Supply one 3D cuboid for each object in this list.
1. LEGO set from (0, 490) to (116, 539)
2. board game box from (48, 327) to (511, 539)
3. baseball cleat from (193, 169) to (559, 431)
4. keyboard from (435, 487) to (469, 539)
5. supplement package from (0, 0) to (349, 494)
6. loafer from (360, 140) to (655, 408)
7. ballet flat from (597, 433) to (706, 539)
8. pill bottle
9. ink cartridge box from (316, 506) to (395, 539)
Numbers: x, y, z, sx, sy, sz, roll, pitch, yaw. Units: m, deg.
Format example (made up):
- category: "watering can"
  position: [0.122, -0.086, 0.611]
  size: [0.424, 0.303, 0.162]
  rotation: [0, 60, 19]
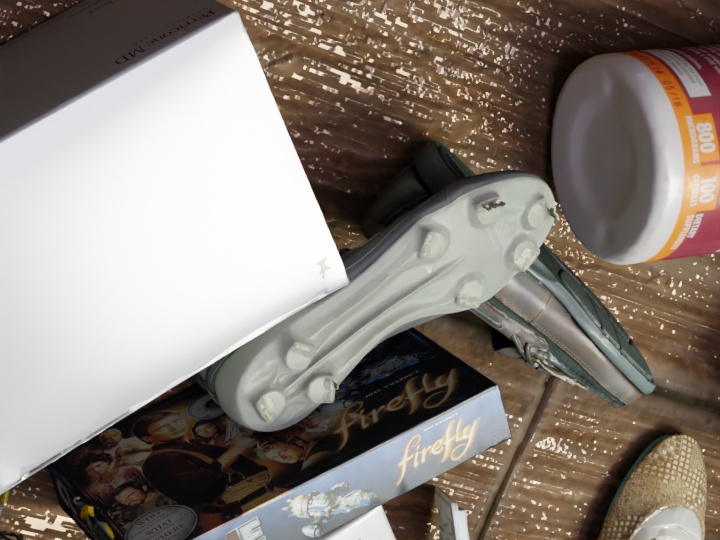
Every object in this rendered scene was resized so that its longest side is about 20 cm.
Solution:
- category: "LEGO set"
  position: [-0.157, 0.182, 1.114]
  size: [0.116, 0.200, 0.154]
  rotation: [17, 84, -46]
- category: "board game box"
  position: [-0.044, 0.090, 1.166]
  size: [0.200, 0.135, 0.035]
  rotation: [-26, 118, -19]
- category: "baseball cleat"
  position: [0.000, 0.000, 1.172]
  size: [0.200, 0.106, 0.070]
  rotation: [-32, 124, -15]
- category: "keyboard"
  position: [0.060, 0.223, 1.285]
  size: [0.011, 0.056, 0.200]
  rotation: [-8, 94, -13]
- category: "supplement package"
  position: [-0.135, -0.023, 1.089]
  size: [0.200, 0.111, 0.156]
  rotation: [-31, 120, -16]
- category: "loafer"
  position: [0.080, 0.013, 1.255]
  size: [0.063, 0.072, 0.200]
  rotation: [-39, 117, 12]
- category: "ballet flat"
  position: [0.163, 0.195, 1.358]
  size: [0.070, 0.065, 0.200]
  rotation: [20, 97, -32]
- category: "pill bottle"
  position: [0.216, -0.069, 1.260]
  size: [0.200, 0.114, 0.114]
  rotation: [-7, 111, -26]
- category: "ink cartridge box"
  position: [-0.032, 0.186, 1.247]
  size: [0.116, 0.067, 0.200]
  rotation: [-30, 120, -15]
